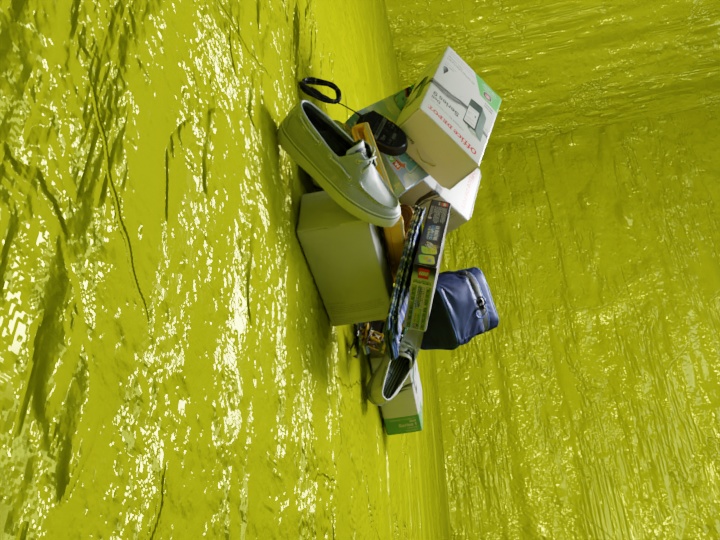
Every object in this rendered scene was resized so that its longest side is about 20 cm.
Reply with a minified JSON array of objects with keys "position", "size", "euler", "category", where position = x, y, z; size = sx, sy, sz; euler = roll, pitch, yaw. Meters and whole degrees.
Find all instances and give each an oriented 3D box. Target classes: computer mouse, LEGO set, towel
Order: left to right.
[{"position":[-0.012,-0.241,1.009],"size":[0.059,0.197,0.034],"euler":[-59,-176,-34],"category":"computer mouse"},{"position":[0.040,0.050,1.126],"size":[0.202,0.113,0.156],"euler":[-63,170,-46],"category":"LEGO set"},{"position":[0.070,0.023,0.958],"size":[0.145,0.023,0.205],"euler":[77,27,-67],"category":"towel"}]

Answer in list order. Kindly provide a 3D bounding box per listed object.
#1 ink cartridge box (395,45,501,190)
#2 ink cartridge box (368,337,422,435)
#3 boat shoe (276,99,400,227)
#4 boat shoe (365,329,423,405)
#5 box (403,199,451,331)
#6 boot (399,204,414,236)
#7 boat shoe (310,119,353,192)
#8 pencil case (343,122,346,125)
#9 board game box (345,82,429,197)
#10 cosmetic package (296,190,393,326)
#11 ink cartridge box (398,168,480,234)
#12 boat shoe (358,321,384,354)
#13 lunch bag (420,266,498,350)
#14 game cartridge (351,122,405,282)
[{"position":[0.152,-0.263,1.099],"size":[0.145,0.084,0.203],"euler":[38,49,-16],"category":"ink cartridge box"},{"position":[0.078,0.221,1.365],"size":[0.147,0.082,0.205],"euler":[-81,161,-62],"category":"ink cartridge box"},{"position":[-0.018,-0.139,0.824],"size":[0.199,0.072,0.071],"euler":[40,41,-6],"category":"boat shoe"},{"position":[0.081,0.166,1.213],"size":[0.066,0.073,0.204],"euler":[-18,-138,61],"category":"boat shoe"},{"position":[0.105,-0.013,0.975],"size":[0.201,0.034,0.113],"euler":[-68,166,-56],"category":"box"},{"position":[0.097,-0.044,1.219],"size":[0.078,0.152,0.202],"euler":[62,-41,37],"category":"boot"},{"position":[-0.047,-0.193,0.987],"size":[0.202,0.073,0.070],"euler":[-95,167,-54],"category":"boat shoe"},{"position":[0.000,-0.188,1.227],"size":[0.088,0.085,0.205],"euler":[-78,159,-63],"category":"pencil case"},{"position":[0.080,-0.230,1.108],"size":[0.199,0.036,0.153],"euler":[-37,93,-43],"category":"board game box"},{"position":[-0.016,-0.017,0.940],"size":[0.086,0.104,0.203],"euler":[-88,167,-46],"category":"cosmetic package"},{"position":[0.123,-0.185,1.204],"size":[0.199,0.083,0.147],"euler":[38,49,-19],"category":"ink cartridge box"},{"position":[0.032,0.078,1.240],"size":[0.203,0.070,0.074],"euler":[-86,164,-51],"category":"boat shoe"},{"position":[0.185,0.072,1.279],"size":[0.199,0.130,0.139],"euler":[-10,-79,63],"category":"lunch bag"},{"position":[0.031,-0.098,0.993],"size":[0.201,0.032,0.180],"euler":[80,-7,-65],"category":"game cartridge"}]
